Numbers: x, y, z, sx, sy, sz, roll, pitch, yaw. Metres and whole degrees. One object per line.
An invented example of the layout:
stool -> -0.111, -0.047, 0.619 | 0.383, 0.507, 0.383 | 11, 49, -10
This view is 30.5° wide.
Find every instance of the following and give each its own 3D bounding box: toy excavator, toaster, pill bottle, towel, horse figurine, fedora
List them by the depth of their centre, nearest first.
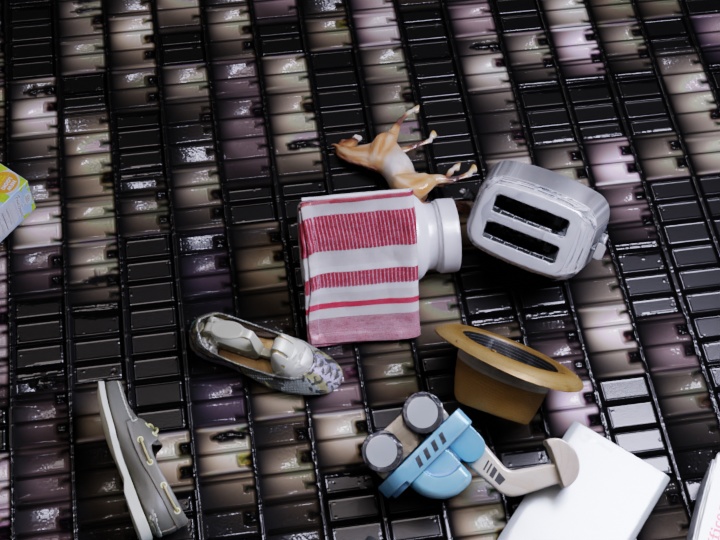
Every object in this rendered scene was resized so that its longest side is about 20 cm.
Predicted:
toy excavator -> 0.124, 0.220, 1.526 | 0.194, 0.100, 0.200 | -43, 84, -7
fedora -> 0.165, 0.129, 1.567 | 0.200, 0.201, 0.082 | 22, 97, 11
towel -> 0.000, 0.000, 1.613 | 0.144, 0.201, 0.023 | -6, 26, -5
toaster -> 0.214, -0.066, 1.662 | 0.200, 0.114, 0.129 | 23, 16, 8
pill bottle -> 0.022, -0.038, 1.673 | 0.199, 0.116, 0.116 | -4, 58, -5
horse figurine -> 0.068, -0.138, 1.776 | 0.132, 0.050, 0.200 | -30, 64, -19

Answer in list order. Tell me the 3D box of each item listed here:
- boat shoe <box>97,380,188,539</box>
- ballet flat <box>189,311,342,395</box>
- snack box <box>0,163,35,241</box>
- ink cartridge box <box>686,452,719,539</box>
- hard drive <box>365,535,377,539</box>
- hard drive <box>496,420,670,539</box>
boat shoe -> -0.257, 0.215, 1.535 | 0.060, 0.072, 0.202 | -17, 66, -14
ballet flat -> -0.119, 0.100, 1.612 | 0.200, 0.072, 0.072 | 17, 59, 8
snack box -> -0.551, -0.072, 1.703 | 0.168, 0.068, 0.200 | 32, 63, 17
ink cartridge box -> 0.471, 0.314, 1.489 | 0.199, 0.083, 0.145 | 18, 60, 10
hard drive -> 0.012, 0.408, 1.445 | 0.139, 0.033, 0.200 | 30, 62, 16
hard drive -> 0.255, 0.287, 1.533 | 0.132, 0.026, 0.200 | 30, 63, 16
